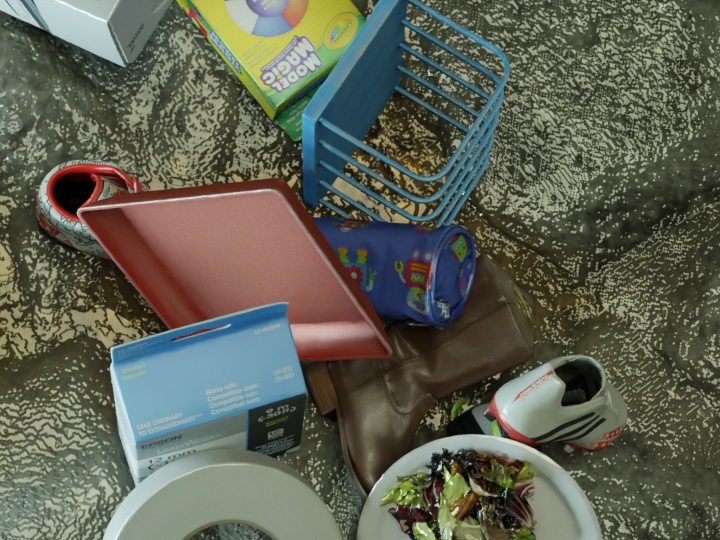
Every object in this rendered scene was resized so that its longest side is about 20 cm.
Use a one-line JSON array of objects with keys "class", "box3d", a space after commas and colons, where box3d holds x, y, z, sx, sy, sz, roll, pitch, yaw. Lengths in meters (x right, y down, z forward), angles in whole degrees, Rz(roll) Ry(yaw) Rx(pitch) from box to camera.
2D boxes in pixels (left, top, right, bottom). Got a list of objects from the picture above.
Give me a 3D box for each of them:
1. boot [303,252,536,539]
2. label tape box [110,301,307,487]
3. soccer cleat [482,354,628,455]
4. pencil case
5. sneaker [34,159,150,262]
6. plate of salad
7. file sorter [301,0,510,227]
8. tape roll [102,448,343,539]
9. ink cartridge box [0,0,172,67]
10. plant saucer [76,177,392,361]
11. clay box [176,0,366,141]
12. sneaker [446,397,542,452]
[{"class": "boot", "box3d": [0.075, 0.107, 1.613, 0.199, 0.064, 0.187, -30, 80, 8]}, {"class": "label tape box", "box3d": [-0.118, 0.103, 1.546, 0.142, 0.200, 0.067, -16, 70, -11]}, {"class": "soccer cleat", "box3d": [0.179, 0.105, 1.607, 0.085, 0.199, 0.069, -43, 65, 26]}, {"class": "pencil case", "box3d": [0.000, 0.000, 1.607, 0.198, 0.078, 0.088, 5, 108, 31]}, {"class": "sneaker", "box3d": [-0.172, -0.033, 1.620, 0.200, 0.108, 0.068, 17, 75, -4]}, {"class": "plate of salad", "box3d": [0.093, 0.228, 1.560, 0.198, 0.048, 0.202, 3, 107, 8]}, {"class": "file sorter", "box3d": [0.038, -0.114, 1.614, 0.122, 0.200, 0.139, 32, 74, 8]}, {"class": "tape roll", "box3d": [-0.110, 0.242, 1.559, 0.201, 0.037, 0.205, -4, 105, -15]}, {"class": "ink cartridge box", "box3d": [-0.249, -0.283, 1.653, 0.199, 0.084, 0.145, 25, 74, 15]}, {"class": "plant saucer", "box3d": [-0.093, -0.002, 1.551, 0.198, 0.200, 0.037, -4, 49, 33]}, {"class": "clay box", "box3d": [-0.076, -0.224, 1.708, 0.115, 0.048, 0.200, -38, 84, -13]}, {"class": "sneaker", "box3d": [0.115, 0.205, 1.642, 0.082, 0.072, 0.202, -12, 80, 21]}]
